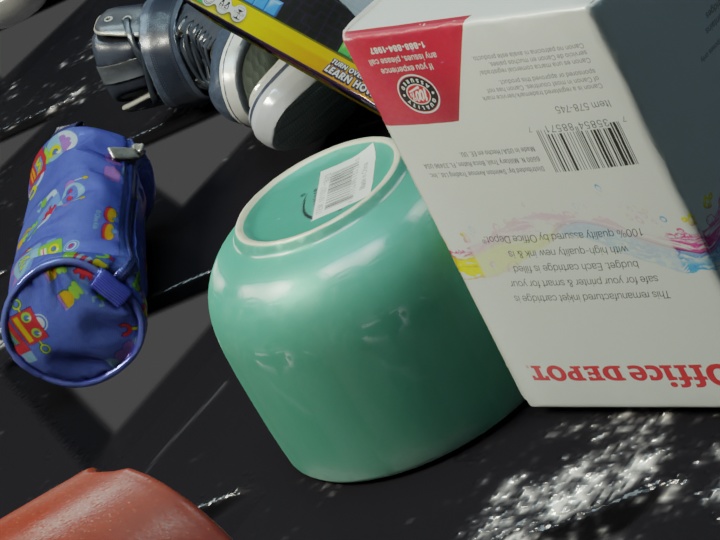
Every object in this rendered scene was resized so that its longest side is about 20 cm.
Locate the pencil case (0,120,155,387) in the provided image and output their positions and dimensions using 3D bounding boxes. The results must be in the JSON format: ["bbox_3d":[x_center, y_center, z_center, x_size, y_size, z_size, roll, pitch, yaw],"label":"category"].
[{"bbox_3d":[-0.156,-0.013,1.460,0.087,0.078,0.200,-46,20,19],"label":"pencil case"}]

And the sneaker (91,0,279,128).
[{"bbox_3d":[-0.106,-0.128,1.614,0.146,0.077,0.202,-10,19,14],"label":"sneaker"}]

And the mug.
[{"bbox_3d":[-0.004,0.007,1.210,0.152,0.114,0.185,-42,27,-27],"label":"mug"}]

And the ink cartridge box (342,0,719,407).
[{"bbox_3d":[0.121,-0.059,1.099,0.145,0.200,0.145,-2,34,45],"label":"ink cartridge box"}]

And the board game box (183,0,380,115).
[{"bbox_3d":[0.019,-0.176,1.427,0.200,0.057,0.165,31,90,33],"label":"board game box"}]

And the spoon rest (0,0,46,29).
[{"bbox_3d":[-0.327,-0.220,2.080,0.200,0.061,0.099,-17,27,28],"label":"spoon rest"}]

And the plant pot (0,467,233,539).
[{"bbox_3d":[-0.129,0.183,0.934,0.195,0.201,0.201,-35,23,-33],"label":"plant pot"}]

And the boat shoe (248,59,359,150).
[{"bbox_3d":[-0.016,-0.140,1.545,0.067,0.074,0.200,35,44,16],"label":"boat shoe"}]
